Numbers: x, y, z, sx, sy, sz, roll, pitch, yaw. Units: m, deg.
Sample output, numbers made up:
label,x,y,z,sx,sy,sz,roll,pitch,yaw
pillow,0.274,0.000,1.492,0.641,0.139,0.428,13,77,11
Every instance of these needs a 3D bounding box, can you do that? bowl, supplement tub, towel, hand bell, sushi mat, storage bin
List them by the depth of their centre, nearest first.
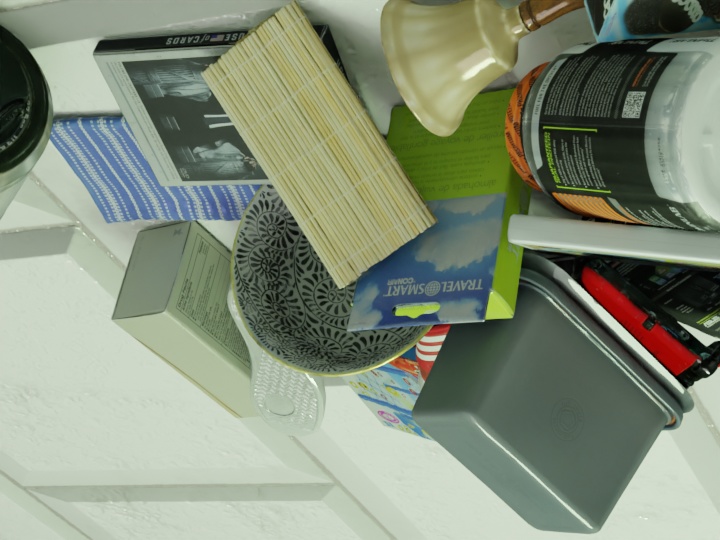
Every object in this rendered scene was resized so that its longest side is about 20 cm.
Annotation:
label,x,y,z,sx,sy,sz,roll,pitch,yaw
supplement tub,0.190,-0.092,1.075,0.122,0.123,0.199,32,170,-30
hand bell,0.123,-0.178,1.104,0.199,0.105,0.104,-23,137,27
sushi mat,-0.033,-0.093,1.199,0.095,0.012,0.201,-36,84,24
storage bin,0.133,0.104,1.253,0.200,0.135,0.145,43,155,-21
bowl,0.000,0.000,1.343,0.198,0.203,0.094,1,164,21
towel,-0.165,-0.085,1.412,0.198,0.024,0.145,1,147,21

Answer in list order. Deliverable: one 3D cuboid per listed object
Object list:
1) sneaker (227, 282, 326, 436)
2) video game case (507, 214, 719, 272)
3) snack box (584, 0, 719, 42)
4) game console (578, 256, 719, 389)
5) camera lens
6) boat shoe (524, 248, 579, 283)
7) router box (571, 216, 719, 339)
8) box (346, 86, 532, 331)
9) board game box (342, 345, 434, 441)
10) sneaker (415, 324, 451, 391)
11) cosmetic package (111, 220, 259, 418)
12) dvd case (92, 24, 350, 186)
label,x,y,z,sx,sy,sz,roll,pitch,yaw
sneaker,-0.063,0.052,1.494,0.073,0.119,0.202,0,129,16
video game case,0.217,-0.017,1.166,0.198,0.023,0.182,6,180,14
snack box,0.217,-0.217,0.981,0.115,0.037,0.201,-8,152,-12
game console,0.265,0.023,1.233,0.172,0.119,0.200,41,177,9
camera lens,-0.347,-0.105,1.312,0.159,0.161,0.200,23,149,-17
boat shoe,0.151,0.025,1.427,0.198,0.068,0.072,-11,142,36
router box,0.283,-0.030,1.286,0.149,0.063,0.200,22,149,-16
box,0.065,-0.038,1.220,0.121,0.202,0.048,-6,148,31
board game box,0.072,0.104,1.552,0.194,0.056,0.200,13,155,36
sneaker,0.141,0.060,1.351,0.198,0.079,0.116,-7,137,6
cosmetic package,-0.139,0.050,1.551,0.072,0.104,0.200,-9,142,35
dvd case,-0.097,-0.128,1.289,0.198,0.025,0.151,0,138,23
